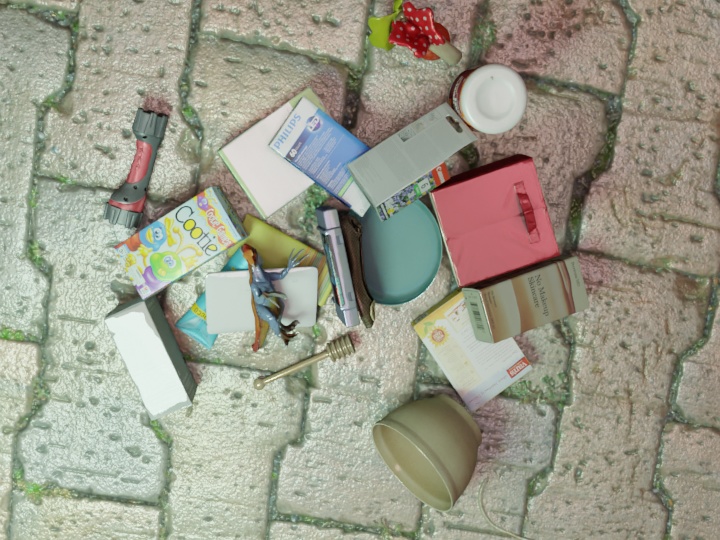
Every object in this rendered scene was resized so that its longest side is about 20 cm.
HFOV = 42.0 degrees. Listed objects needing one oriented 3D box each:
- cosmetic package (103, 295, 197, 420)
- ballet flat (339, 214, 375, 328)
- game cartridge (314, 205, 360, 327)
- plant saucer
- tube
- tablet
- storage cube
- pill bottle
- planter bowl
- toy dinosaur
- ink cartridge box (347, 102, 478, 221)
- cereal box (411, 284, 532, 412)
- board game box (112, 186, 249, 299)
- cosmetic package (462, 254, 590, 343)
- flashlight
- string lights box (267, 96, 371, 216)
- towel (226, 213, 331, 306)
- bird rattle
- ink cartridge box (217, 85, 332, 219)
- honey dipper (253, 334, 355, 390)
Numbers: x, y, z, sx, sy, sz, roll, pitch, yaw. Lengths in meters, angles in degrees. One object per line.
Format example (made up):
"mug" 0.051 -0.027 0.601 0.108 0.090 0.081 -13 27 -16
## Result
"cosmetic package" -0.367 0.147 1.651 0.089 0.107 0.203 -20 102 0
"ballet flat" 0.000 0.000 1.637 0.046 0.067 0.203 -14 84 1
"game cartridge" -0.042 -0.009 1.620 0.038 0.130 0.203 -12 97 -3
"plant saucer" 0.055 -0.040 1.651 0.197 0.027 0.204 2 95 25
"tube" -0.248 0.047 1.670 0.077 0.050 0.201 36 109 -3
"tablet" -0.174 0.054 1.657 0.197 0.014 0.132 -3 124 -11
"storage cube" 0.223 -0.088 1.608 0.177 0.200 0.173 -18 97 4
"pill bottle" 0.206 -0.287 1.568 0.108 0.200 0.112 -1 100 -4
"planter bowl" 0.134 0.311 1.683 0.134 0.200 0.202 -38 101 -24
"toy dinosaur" -0.171 0.045 1.594 0.199 0.105 0.182 -31 108 21
"ink cartridge box" 0.088 -0.179 1.532 0.198 0.109 0.051 -33 144 -2
"cereal box" 0.205 0.139 1.721 0.143 0.040 0.201 -34 100 1
"board game box" -0.306 -0.050 1.614 0.198 0.103 0.106 -32 94 3
"cosmetic package" 0.293 0.049 1.665 0.197 0.087 0.105 -20 96 -15
"flashlight" -0.388 -0.177 1.614 0.067 0.068 0.203 14 100 -11
"string lights box" -0.049 -0.194 1.598 0.199 0.059 0.103 37 91 -11
"towel" -0.135 -0.019 1.685 0.198 0.018 0.087 28 93 -8
"bird rattle" 0.107 -0.398 1.557 0.162 0.200 0.114 24 99 -31
"ink cartridge box" -0.130 -0.205 1.638 0.199 0.048 0.146 -36 101 -5
"honey dipper" -0.105 0.170 1.709 0.197 0.038 0.038 -22 100 3
